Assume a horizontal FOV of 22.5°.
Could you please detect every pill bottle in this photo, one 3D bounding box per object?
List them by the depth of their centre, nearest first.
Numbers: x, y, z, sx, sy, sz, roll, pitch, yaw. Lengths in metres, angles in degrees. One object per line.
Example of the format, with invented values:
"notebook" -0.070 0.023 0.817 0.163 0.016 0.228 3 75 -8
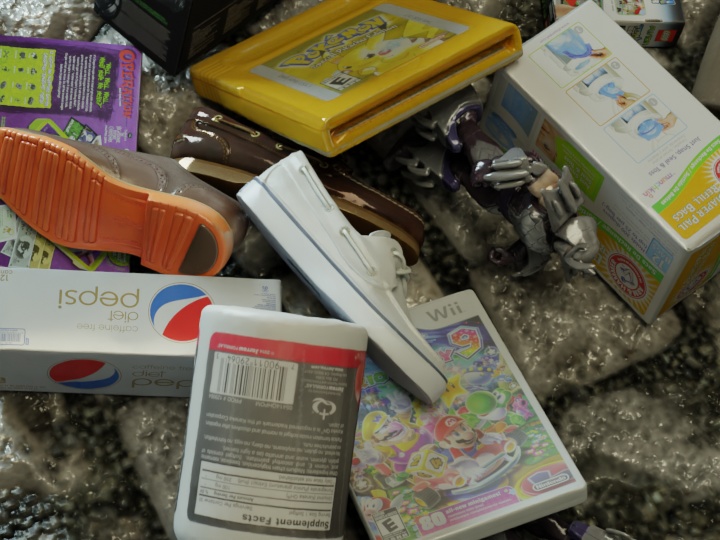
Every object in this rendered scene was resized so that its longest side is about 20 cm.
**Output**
"pill bottle" -0.060 0.127 1.152 0.110 0.111 0.202 8 89 -4

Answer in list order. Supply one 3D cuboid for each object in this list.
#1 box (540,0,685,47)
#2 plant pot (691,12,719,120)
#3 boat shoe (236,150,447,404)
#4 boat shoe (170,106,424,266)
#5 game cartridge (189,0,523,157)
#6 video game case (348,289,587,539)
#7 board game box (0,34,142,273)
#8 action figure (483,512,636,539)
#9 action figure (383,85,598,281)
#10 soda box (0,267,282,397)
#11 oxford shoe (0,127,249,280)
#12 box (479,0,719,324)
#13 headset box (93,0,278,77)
"box" 0.197 -0.276 1.489 0.109 0.035 0.202 1 61 -8
"plant pot" 0.338 -0.161 1.374 0.200 0.200 0.175 34 78 11
"boat shoe" 0.000 0.000 1.225 0.065 0.074 0.200 -40 79 -8
"boat shoe" -0.042 -0.065 1.316 0.199 0.071 0.071 21 62 4
"game cartridge" -0.007 -0.155 1.330 0.176 0.033 0.200 -29 33 -23
"video game case" 0.048 0.102 1.221 0.142 0.018 0.201 -18 44 -10
"board game box" -0.222 -0.081 1.323 0.119 0.032 0.202 2 61 -4
"action figure" 0.100 0.166 1.212 0.199 0.070 0.130 34 67 14
"action figure" 0.101 -0.057 1.298 0.069 0.131 0.200 -32 53 -20
"soda box" -0.154 0.044 1.240 0.198 0.068 0.064 3 61 -7
"oxford shoe" -0.173 -0.054 1.276 0.199 0.072 0.073 25 30 9
"box" 0.192 -0.079 1.334 0.101 0.113 0.200 -34 69 -24
"headset box" -0.099 -0.275 1.337 0.093 0.201 0.174 38 55 13
